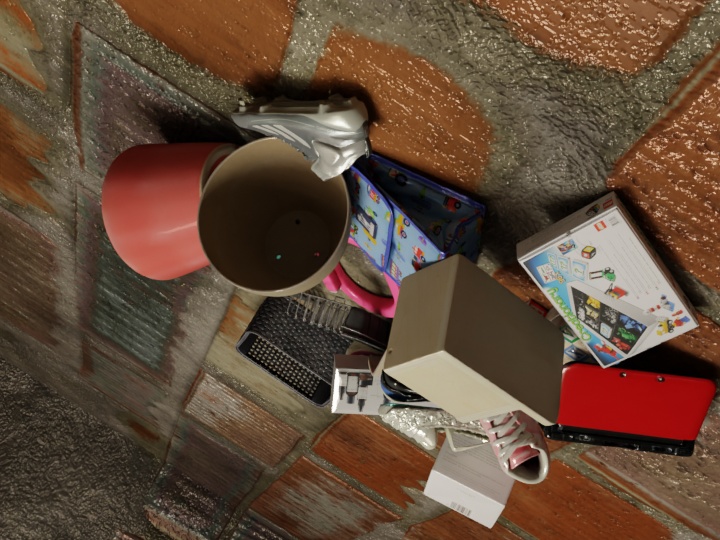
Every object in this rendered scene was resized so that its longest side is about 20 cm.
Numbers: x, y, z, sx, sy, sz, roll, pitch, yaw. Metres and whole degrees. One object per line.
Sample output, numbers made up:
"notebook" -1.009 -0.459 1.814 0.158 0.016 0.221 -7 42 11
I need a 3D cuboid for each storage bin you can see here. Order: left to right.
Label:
"storage bin" -0.111 0.143 1.612 0.198 0.095 0.135 34 152 -6

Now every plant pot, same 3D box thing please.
"plant pot" -0.235 -0.093 1.275 0.175 0.202 0.201 -6 136 37
"plant pot" -0.098 -0.054 1.175 0.197 0.203 0.135 22 170 16

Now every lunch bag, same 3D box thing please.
"lunch bag" 0.051 -0.062 1.155 0.199 0.094 0.152 36 154 21

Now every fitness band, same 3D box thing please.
"fitness band" 0.000 0.000 1.335 0.142 0.038 0.201 13 148 30

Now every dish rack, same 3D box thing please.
"dish rack" -0.051 0.070 1.425 0.197 0.055 0.153 16 172 27

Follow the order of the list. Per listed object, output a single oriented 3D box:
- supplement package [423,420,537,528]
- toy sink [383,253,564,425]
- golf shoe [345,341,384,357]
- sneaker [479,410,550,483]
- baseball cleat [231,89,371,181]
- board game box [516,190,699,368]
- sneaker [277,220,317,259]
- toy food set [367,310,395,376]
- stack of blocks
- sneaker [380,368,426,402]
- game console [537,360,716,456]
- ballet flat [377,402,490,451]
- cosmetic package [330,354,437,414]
"supplement package" 0.194 0.266 1.389 0.120 0.202 0.120 24 151 11
"toy sink" 0.138 0.098 1.081 0.199 0.132 0.111 33 143 -28
"golf shoe" 0.067 0.162 1.506 0.197 0.076 0.092 21 -162 -12
"sneaker" 0.199 0.202 1.223 0.202 0.075 0.105 58 -172 -16
"baseball cleat" -0.075 -0.161 1.095 0.197 0.069 0.108 8 118 38
"board game box" 0.282 0.017 1.026 0.125 0.035 0.200 -29 120 26
"sneaker" -0.120 -0.054 1.323 0.199 0.070 0.081 35 125 44
"toy food set" 0.098 0.099 1.337 0.141 0.061 0.201 -1 153 -12
"stack of blocks" 0.258 0.097 1.209 0.114 0.059 0.200 33 152 -3
"sneaker" 0.125 0.149 1.283 0.196 0.078 0.111 -2 164 4
"game console" 0.346 0.173 1.206 0.196 0.121 0.172 7 -174 2
"ballet flat" 0.123 0.225 1.291 0.196 0.073 0.072 4 154 -11
"cosmetic package" 0.053 0.186 1.438 0.196 0.051 0.084 3 114 -6
